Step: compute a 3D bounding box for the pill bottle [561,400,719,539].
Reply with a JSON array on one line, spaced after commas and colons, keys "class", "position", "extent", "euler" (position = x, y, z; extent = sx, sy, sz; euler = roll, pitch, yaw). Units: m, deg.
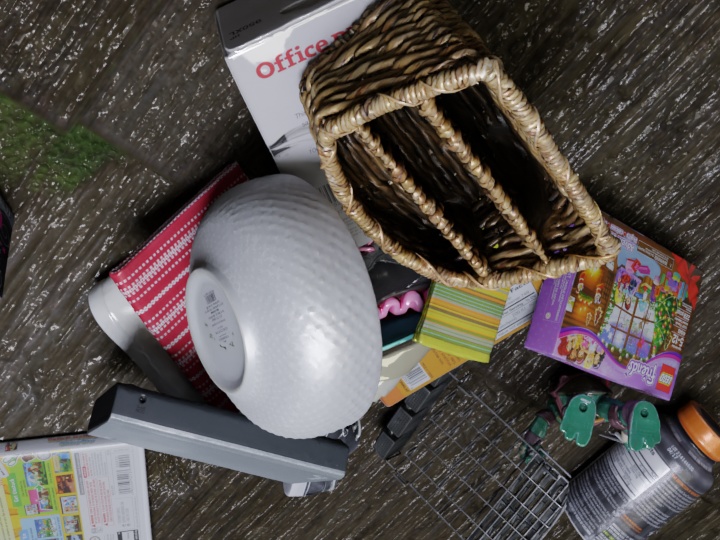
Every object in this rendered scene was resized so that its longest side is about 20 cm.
[{"class": "pill bottle", "position": [0.343, 0.244, 1.065], "extent": [0.105, 0.107, 0.200], "euler": [32, 113, -33]}]

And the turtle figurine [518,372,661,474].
[{"class": "turtle figurine", "position": [0.235, 0.159, 0.950], "extent": [0.146, 0.103, 0.200], "euler": [-12, 171, -4]}]

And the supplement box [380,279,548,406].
[{"class": "supplement box", "position": [0.089, 0.046, 0.868], "extent": [0.198, 0.067, 0.069], "euler": [-30, 126, 7]}]

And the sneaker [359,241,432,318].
[{"class": "sneaker", "position": [0.000, 0.000, 0.795], "extent": [0.197, 0.079, 0.097], "euler": [-19, 121, -25]}]

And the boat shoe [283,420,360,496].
[{"class": "boat shoe", "position": [-0.031, 0.161, 0.917], "extent": [0.066, 0.072, 0.203], "euler": [4, 128, -16]}]

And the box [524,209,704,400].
[{"class": "box", "position": [0.250, 0.035, 0.863], "extent": [0.198, 0.039, 0.140], "euler": [21, 85, -37]}]

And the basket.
[{"class": "basket", "position": [0.057, -0.064, 0.612], "extent": [0.142, 0.150, 0.200], "euler": [-37, 130, 10]}]

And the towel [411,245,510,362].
[{"class": "towel", "position": [0.108, -0.024, 0.789], "extent": [0.085, 0.018, 0.204], "euler": [18, 88, -33]}]

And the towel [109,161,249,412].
[{"class": "towel", "position": [-0.114, 0.024, 0.780], "extent": [0.145, 0.022, 0.202], "euler": [-46, 133, -20]}]

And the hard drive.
[{"class": "hard drive", "position": [-0.123, 0.142, 0.761], "extent": [0.196, 0.034, 0.139], "euler": [18, 159, -19]}]

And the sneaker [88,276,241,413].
[{"class": "sneaker", "position": [-0.151, 0.070, 0.811], "extent": [0.084, 0.073, 0.201], "euler": [-29, 128, 11]}]

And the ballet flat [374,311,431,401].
[{"class": "ballet flat", "position": [-0.013, 0.093, 0.807], "extent": [0.196, 0.070, 0.070], "euler": [-15, 130, -6]}]

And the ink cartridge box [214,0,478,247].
[{"class": "ink cartridge box", "position": [-0.007, -0.129, 0.694], "extent": [0.142, 0.085, 0.202], "euler": [-24, 130, 1]}]

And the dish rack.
[{"class": "dish rack", "position": [0.115, 0.192, 0.910], "extent": [0.054, 0.200, 0.155], "euler": [-20, 148, -56]}]

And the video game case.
[{"class": "video game case", "position": [-0.312, 0.249, 0.936], "extent": [0.178, 0.023, 0.203], "euler": [-4, 128, -13]}]

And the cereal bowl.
[{"class": "cereal bowl", "position": [-0.073, 0.034, 0.667], "extent": [0.082, 0.200, 0.203], "euler": [-18, 134, -32]}]

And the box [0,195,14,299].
[{"class": "box", "position": [-0.349, -0.064, 0.625], "extent": [0.130, 0.116, 0.202], "euler": [-18, 130, -1]}]
